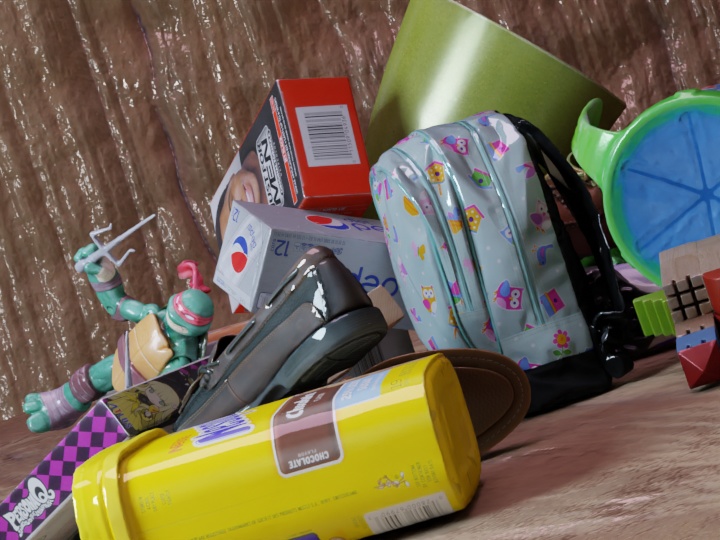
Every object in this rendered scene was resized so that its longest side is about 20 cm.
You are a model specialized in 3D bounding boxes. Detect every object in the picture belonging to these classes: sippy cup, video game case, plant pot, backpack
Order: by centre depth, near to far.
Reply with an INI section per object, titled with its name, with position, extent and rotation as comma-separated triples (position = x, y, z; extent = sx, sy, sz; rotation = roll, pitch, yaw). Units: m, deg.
[video game case]
position = -0.163, 0.131, 1.440
extent = 0.200, 0.036, 0.181
rotation = -45, -13, 31
[sippy cup]
position = 0.239, -0.064, 1.464
extent = 0.139, 0.178, 0.130
rotation = -35, 4, 24
[backpack]
position = 0.087, -0.005, 1.485
extent = 0.126, 0.202, 0.167
rotation = -19, 3, -20
[plant pot]
position = 0.077, -0.085, 1.693
extent = 0.201, 0.186, 0.187
rotation = -61, 0, 4

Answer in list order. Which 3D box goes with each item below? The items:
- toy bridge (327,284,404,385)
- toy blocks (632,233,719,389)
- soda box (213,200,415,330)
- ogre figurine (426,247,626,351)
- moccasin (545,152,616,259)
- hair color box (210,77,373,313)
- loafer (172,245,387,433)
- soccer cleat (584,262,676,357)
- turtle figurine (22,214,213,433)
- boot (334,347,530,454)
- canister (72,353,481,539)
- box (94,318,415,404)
[toy bridge]
position = -0.034, 0.070, 1.442
extent = 0.067, 0.027, 0.200
rotation = -33, -9, -31
[toy blocks]
position = 0.262, 0.009, 1.332
extent = 0.198, 0.101, 0.137
rotation = -18, 14, 11
[soda box]
position = 0.000, 0.000, 1.566
extent = 0.199, 0.064, 0.068
rotation = 7, 15, -31
[ogre figurine]
position = 0.153, 0.025, 1.677
extent = 0.199, 0.098, 0.120
rotation = -34, 15, 21
[moccasin]
position = 0.183, -0.056, 1.628
extent = 0.200, 0.078, 0.074
rotation = -8, 34, -25
[hair color box]
position = -0.054, -0.054, 1.665
extent = 0.061, 0.102, 0.200
rotation = -4, -25, -21
[loafer]
position = -0.055, 0.053, 1.300
extent = 0.072, 0.063, 0.200
rotation = -15, -17, -43
[soccer cleat]
position = 0.220, 0.018, 1.557
extent = 0.199, 0.069, 0.073
rotation = -12, 5, 35
[turtle figurine]
position = -0.161, 0.066, 1.561
extent = 0.100, 0.150, 0.200
rotation = 12, -50, -35
[boot]
position = 0.028, 0.092, 1.400
extent = 0.199, 0.077, 0.155
rotation = -28, -1, 18
[canister]
position = -0.041, 0.113, 1.201
extent = 0.198, 0.087, 0.149
rotation = -17, 1, 9
[box]
position = -0.075, 0.092, 1.663
extent = 0.199, 0.107, 0.152
rotation = -17, 3, 29
